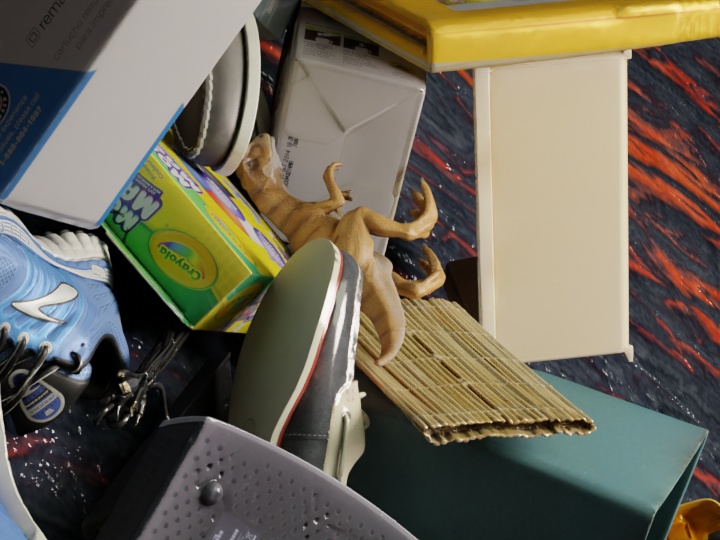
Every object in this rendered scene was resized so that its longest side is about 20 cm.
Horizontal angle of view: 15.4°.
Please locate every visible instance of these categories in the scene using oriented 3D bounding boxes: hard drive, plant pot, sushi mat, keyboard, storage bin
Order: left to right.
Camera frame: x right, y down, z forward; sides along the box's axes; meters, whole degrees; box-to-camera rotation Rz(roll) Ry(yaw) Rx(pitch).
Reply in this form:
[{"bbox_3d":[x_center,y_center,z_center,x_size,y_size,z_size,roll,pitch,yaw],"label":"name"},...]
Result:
[{"bbox_3d":[-0.098,0.089,1.300,0.200,0.021,0.127,-56,144,-66],"label":"keyboard"},{"bbox_3d":[-0.052,0.153,1.246,0.042,0.135,0.200,23,-9,44],"label":"hard drive"},{"bbox_3d":[0.042,0.050,1.388,0.200,0.096,0.012,-138,-131,-64],"label":"sushi mat"},{"bbox_3d":[0.055,0.125,1.402,0.200,0.141,0.141,23,20,11],"label":"plant pot"},{"bbox_3d":[0.099,-0.066,1.602,0.199,0.094,0.200,-111,-164,-69],"label":"storage bin"}]

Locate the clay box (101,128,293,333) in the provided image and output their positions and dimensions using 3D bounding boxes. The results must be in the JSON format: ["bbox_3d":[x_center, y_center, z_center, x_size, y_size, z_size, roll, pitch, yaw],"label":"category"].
[{"bbox_3d":[-0.091,-0.024,1.380,0.115,0.048,0.200,49,5,8],"label":"clay box"}]

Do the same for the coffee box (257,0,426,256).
[{"bbox_3d":[-0.010,-0.102,1.584,0.080,0.114,0.200,13,25,-5],"label":"coffee box"}]

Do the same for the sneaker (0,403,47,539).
[{"bbox_3d":[-0.190,0.103,1.084,0.111,0.077,0.200,-11,88,-47],"label":"sneaker"}]

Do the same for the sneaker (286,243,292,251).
[{"bbox_3d":[0.005,0.056,1.555,0.200,0.075,0.081,42,56,-52],"label":"sneaker"}]

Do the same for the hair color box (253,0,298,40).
[{"bbox_3d":[-0.130,-0.209,1.531,0.200,0.099,0.061,39,65,-39],"label":"hair color box"}]

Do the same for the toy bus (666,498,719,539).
[{"bbox_3d":[0.222,0.271,1.665,0.192,0.136,0.200,51,18,-53],"label":"toy bus"}]

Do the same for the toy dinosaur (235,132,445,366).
[{"bbox_3d":[0.000,0.000,1.435,0.106,0.060,0.200,-14,43,-28],"label":"toy dinosaur"}]

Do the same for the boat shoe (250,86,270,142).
[{"bbox_3d":[-0.129,-0.120,1.489,0.200,0.071,0.064,45,36,-27],"label":"boat shoe"}]

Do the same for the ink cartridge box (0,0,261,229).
[{"bbox_3d":[-0.166,-0.139,1.249,0.200,0.145,0.084,43,14,29],"label":"ink cartridge box"}]

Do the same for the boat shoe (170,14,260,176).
[{"bbox_3d":[-0.098,-0.140,1.412,0.061,0.072,0.201,10,54,-29],"label":"boat shoe"}]

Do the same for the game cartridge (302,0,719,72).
[{"bbox_3d":[0.089,-0.158,1.519,0.176,0.200,0.032,-144,-131,-57],"label":"game cartridge"}]

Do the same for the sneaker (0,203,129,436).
[{"bbox_3d":[-0.163,0.025,1.221,0.200,0.079,0.089,9,51,-62],"label":"sneaker"}]

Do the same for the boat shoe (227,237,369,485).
[{"bbox_3d":[-0.029,0.085,1.328,0.063,0.071,0.200,18,81,-27],"label":"boat shoe"}]
